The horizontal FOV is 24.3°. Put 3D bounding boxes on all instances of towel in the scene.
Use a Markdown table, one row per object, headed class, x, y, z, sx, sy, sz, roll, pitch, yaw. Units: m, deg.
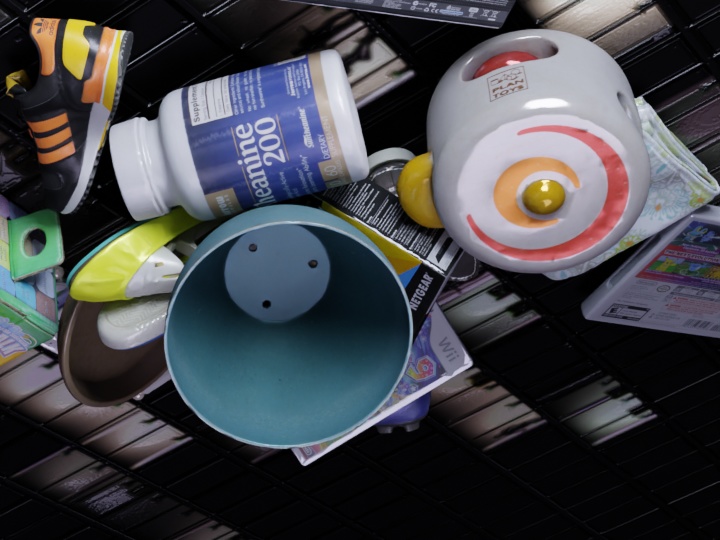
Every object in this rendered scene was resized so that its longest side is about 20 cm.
| class | x | y | z | sx | sy | sz | roll | pitch | yaw |
| --- | --- | --- | --- | --- | --- | --- | --- | --- | --- |
| towel | 0.219 | -0.070 | 1.568 | 0.199 | 0.048 | 0.171 | -30 | 140 | 24 |

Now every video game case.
| class | x | y | z | sx | sy | sz | roll | pitch | yaw |
| --- | --- | --- | --- | --- | --- | --- | --- | --- | --- |
| video game case | 0.354 | 0.003 | 1.713 | 0.199 | 0.023 | 0.182 | 9 | 140 | -32 |
| video game case | -0.009 | 0.083 | 1.635 | 0.199 | 0.018 | 0.144 | -31 | 103 | 5 |

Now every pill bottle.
| class | x | y | z | sx | sy | sz | roll | pitch | yaw |
| --- | --- | --- | --- | --- | --- | --- | --- | --- | --- |
| pill bottle | -0.100 | -0.105 | 1.377 | 0.199 | 0.111 | 0.111 | -15 | 144 | 4 |

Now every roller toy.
| class | x | y | z | sx | sy | sz | roll | pitch | yaw |
| --- | --- | --- | --- | --- | --- | --- | --- | --- | --- |
| roller toy | 0.146 | -0.097 | 1.402 | 0.199 | 0.140 | 0.183 | 20 | 125 | -16 |

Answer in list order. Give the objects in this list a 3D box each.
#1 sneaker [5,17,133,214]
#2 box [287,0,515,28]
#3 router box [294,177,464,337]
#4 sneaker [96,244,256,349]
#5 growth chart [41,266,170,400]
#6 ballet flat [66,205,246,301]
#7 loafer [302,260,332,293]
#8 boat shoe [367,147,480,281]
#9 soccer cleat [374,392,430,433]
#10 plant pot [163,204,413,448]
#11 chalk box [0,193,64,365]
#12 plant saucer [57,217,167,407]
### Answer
| class | x | y | z | sx | sy | sz | roll | pitch | yaw |
| --- | --- | --- | --- | --- | --- | --- | --- | --- | --- |
| sneaker | -0.247 | -0.130 | 1.354 | 0.090 | 0.070 | 0.200 | 17 | 138 | -11 |
| box | 0.043 | -0.264 | 1.260 | 0.199 | 0.044 | 0.161 | 4 | 141 | -20 |
| router box | 0.000 | 0.000 | 1.513 | 0.149 | 0.051 | 0.200 | 32 | 148 | 5 |
| sneaker | -0.152 | 0.040 | 1.498 | 0.076 | 0.200 | 0.112 | 18 | 132 | 28 |
| growth chart | -0.248 | 0.060 | 1.620 | 0.199 | 0.018 | 0.145 | 28 | 130 | -28 |
| ballet flat | -0.159 | -0.019 | 1.430 | 0.200 | 0.067 | 0.067 | -36 | 161 | -38 |
| loafer | -0.060 | 0.065 | 1.532 | 0.072 | 0.063 | 0.200 | 28 | 142 | 4 |
| boat shoe | 0.061 | -0.036 | 1.558 | 0.071 | 0.061 | 0.201 | -25 | 142 | 17 |
| soccer cleat | -0.028 | 0.124 | 1.686 | 0.199 | 0.065 | 0.084 | -5 | 114 | -3 |
| plant pot | -0.065 | 0.027 | 1.386 | 0.199 | 0.135 | 0.201 | -3 | 114 | -7 |
| chalk box | -0.346 | 0.006 | 1.451 | 0.199 | 0.125 | 0.124 | -28 | 141 | 20 |
| plant saucer | -0.205 | 0.031 | 1.515 | 0.200 | 0.029 | 0.201 | -42 | 150 | -32 |
